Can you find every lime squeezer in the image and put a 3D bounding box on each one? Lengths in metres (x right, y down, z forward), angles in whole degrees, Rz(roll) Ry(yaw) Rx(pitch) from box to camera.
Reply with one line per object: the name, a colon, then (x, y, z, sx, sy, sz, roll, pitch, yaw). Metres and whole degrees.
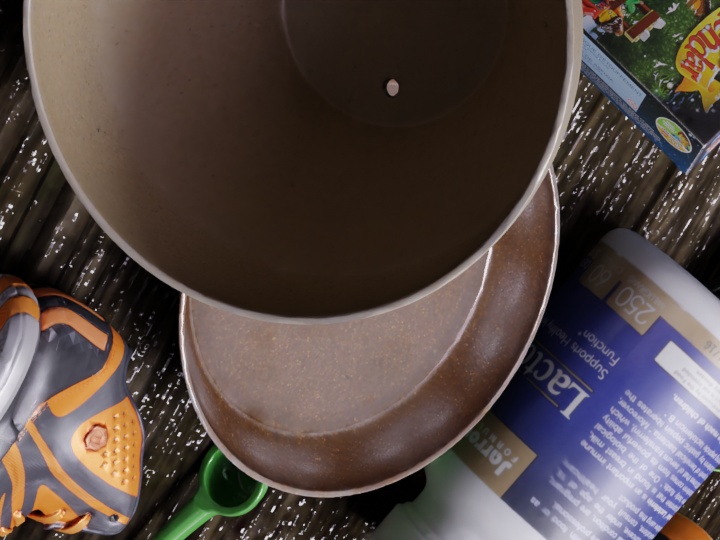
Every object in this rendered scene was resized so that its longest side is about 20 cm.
lime squeezer: (-0.044, 0.091, 1.000, 0.199, 0.038, 0.071, -30, 166, -20)

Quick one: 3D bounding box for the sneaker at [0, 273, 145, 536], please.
sneaker: (-0.155, 0.104, 0.877, 0.112, 0.078, 0.201, 28, 101, -46)

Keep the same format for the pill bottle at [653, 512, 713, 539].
pill bottle: (0.113, 0.206, 1.140, 0.199, 0.106, 0.107, -32, 138, -35)

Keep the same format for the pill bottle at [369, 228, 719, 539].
pill bottle: (0.103, 0.088, 1.048, 0.200, 0.116, 0.116, -49, 138, 1)

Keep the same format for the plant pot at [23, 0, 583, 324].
plant pot: (-0.006, -0.092, 0.794, 0.201, 0.199, 0.134, -63, 170, 17)

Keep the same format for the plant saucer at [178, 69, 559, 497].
plant saucer: (0.000, 0.000, 0.937, 0.199, 0.034, 0.202, -15, 117, -32)

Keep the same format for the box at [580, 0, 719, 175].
box: (0.154, -0.156, 0.876, 0.200, 0.137, 0.038, -44, 171, -14)

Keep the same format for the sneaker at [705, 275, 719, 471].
sneaker: (0.210, 0.025, 1.119, 0.083, 0.077, 0.201, -6, 123, -41)
